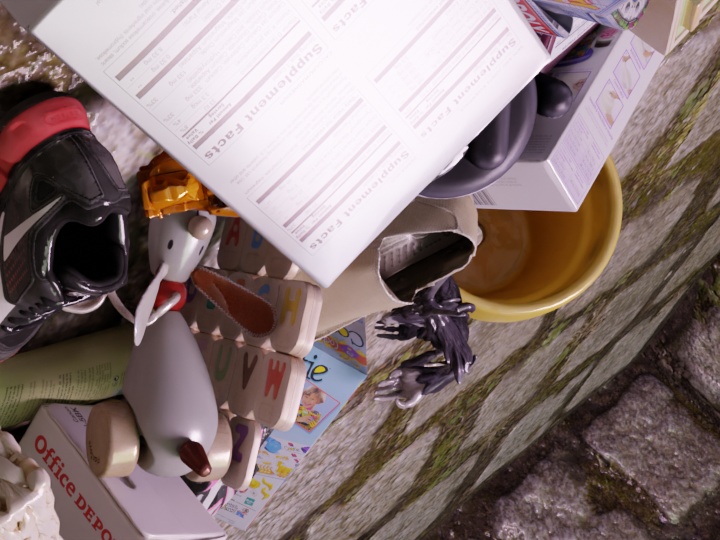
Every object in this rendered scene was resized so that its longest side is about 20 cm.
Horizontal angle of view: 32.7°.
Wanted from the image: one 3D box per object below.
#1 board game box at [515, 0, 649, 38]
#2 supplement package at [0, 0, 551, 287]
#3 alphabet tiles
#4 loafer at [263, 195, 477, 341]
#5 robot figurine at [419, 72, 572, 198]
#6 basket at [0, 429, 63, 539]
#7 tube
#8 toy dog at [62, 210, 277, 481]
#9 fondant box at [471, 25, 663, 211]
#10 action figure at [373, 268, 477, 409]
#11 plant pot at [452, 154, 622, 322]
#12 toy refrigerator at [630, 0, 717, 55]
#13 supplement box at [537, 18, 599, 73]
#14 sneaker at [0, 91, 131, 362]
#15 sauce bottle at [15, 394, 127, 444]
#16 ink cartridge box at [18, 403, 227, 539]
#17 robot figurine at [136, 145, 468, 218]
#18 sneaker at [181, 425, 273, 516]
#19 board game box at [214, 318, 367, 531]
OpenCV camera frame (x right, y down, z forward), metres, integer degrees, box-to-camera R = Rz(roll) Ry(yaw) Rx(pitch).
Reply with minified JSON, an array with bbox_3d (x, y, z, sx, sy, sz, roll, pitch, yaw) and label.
[{"bbox_3d":[0.088,-0.182,0.685,0.200,0.200,0.062,23,88,-61],"label":"board game box"},{"bbox_3d":[-0.050,-0.127,0.529,0.151,0.152,0.200,-45,139,2],"label":"supplement package"},{"bbox_3d":[-0.091,0.050,0.878,0.015,0.200,0.196,15,86,-31],"label":"alphabet tiles"},{"bbox_3d":[0.000,0.000,0.897,0.200,0.068,0.076,-33,125,2],"label":"loafer"},{"bbox_3d":[0.047,-0.120,0.825,0.125,0.150,0.200,-50,-165,6],"label":"robot figurine"},{"bbox_3d":[-0.272,0.135,0.650,0.161,0.198,0.200,-38,160,-27],"label":"basket"},{"bbox_3d":[-0.226,0.078,0.873,0.200,0.052,0.058,-16,106,-48],"label":"tube"},{"bbox_3d":[-0.117,0.055,0.793,0.132,0.096,0.200,-21,108,-31],"label":"toy dog"},{"bbox_3d":[0.140,-0.138,0.946,0.058,0.144,0.200,50,61,-35],"label":"fondant box"},{"bbox_3d":[0.042,0.051,0.995,0.102,0.119,0.200,-17,164,-3],"label":"action figure"},{"bbox_3d":[0.120,-0.046,1.147,0.201,0.201,0.189,-41,178,-11],"label":"plant pot"},{"bbox_3d":[0.198,-0.215,0.751,0.076,0.070,0.200,-47,164,-6],"label":"toy refrigerator"},{"bbox_3d":[0.124,-0.241,0.825,0.086,0.110,0.200,-41,162,-23],"label":"supplement box"},{"bbox_3d":[-0.185,-0.001,0.701,0.071,0.098,0.201,-26,155,-49],"label":"sneaker"},{"bbox_3d":[-0.246,0.154,0.960,0.200,0.065,0.065,-19,149,-51],"label":"sauce bottle"},{"bbox_3d":[-0.204,0.215,0.868,0.083,0.147,0.200,12,117,-53],"label":"ink cartridge box"},{"bbox_3d":[-0.032,-0.095,0.687,0.200,0.145,0.058,-12,-167,-4],"label":"robot figurine"},{"bbox_3d":[-0.126,0.173,1.010,0.086,0.080,0.200,-15,154,-44],"label":"sneaker"},{"bbox_3d":[-0.091,0.110,1.078,0.200,0.105,0.103,-53,-162,24],"label":"board game box"}]
